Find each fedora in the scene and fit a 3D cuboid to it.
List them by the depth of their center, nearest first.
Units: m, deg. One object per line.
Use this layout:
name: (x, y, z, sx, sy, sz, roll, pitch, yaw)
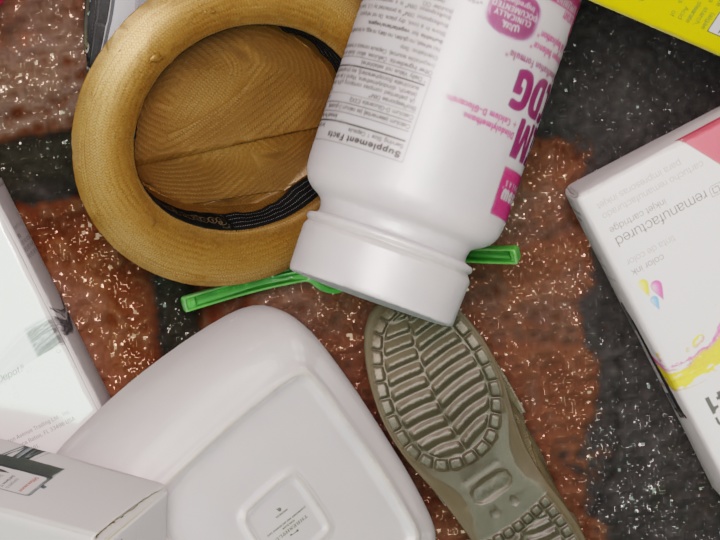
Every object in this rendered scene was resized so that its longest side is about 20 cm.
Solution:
fedora: (-0.078, -0.090, 1.556, 0.199, 0.082, 0.202, -13, 117, -26)

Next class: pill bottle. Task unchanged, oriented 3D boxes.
pill bottle: (0.038, -0.079, 1.504, 0.113, 0.113, 0.201, 19, 88, -2)

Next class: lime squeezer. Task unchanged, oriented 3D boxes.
lime squeezer: (0.000, 0.000, 1.597, 0.199, 0.071, 0.038, -8, 120, 15)

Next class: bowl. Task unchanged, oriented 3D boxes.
bowl: (-0.058, 0.139, 1.553, 0.200, 0.075, 0.200, -39, 106, -23)

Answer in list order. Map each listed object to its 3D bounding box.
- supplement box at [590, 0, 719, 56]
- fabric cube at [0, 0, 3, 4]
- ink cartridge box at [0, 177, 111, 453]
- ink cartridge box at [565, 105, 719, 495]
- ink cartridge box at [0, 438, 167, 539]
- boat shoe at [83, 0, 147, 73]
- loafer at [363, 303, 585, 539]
supplement box: (0.196, -0.186, 1.477, 0.199, 0.110, 0.109, 21, 120, -20)
fabric cube: (-0.256, -0.243, 1.478, 0.199, 0.200, 0.197, 29, 125, -3)
ink cartridge box: (-0.227, 0.066, 1.589, 0.145, 0.085, 0.201, -26, 97, 1)
ink cartridge box: (0.225, 0.009, 1.591, 0.147, 0.086, 0.201, -28, 93, 1)
ink cartridge box: (-0.207, 0.168, 1.487, 0.199, 0.083, 0.148, 14, 113, 22)
boat shoe: (-0.126, -0.145, 1.588, 0.068, 0.056, 0.201, -7, 112, -38)
loafer: (0.062, 0.099, 1.603, 0.076, 0.067, 0.201, -27, 96, 0)
